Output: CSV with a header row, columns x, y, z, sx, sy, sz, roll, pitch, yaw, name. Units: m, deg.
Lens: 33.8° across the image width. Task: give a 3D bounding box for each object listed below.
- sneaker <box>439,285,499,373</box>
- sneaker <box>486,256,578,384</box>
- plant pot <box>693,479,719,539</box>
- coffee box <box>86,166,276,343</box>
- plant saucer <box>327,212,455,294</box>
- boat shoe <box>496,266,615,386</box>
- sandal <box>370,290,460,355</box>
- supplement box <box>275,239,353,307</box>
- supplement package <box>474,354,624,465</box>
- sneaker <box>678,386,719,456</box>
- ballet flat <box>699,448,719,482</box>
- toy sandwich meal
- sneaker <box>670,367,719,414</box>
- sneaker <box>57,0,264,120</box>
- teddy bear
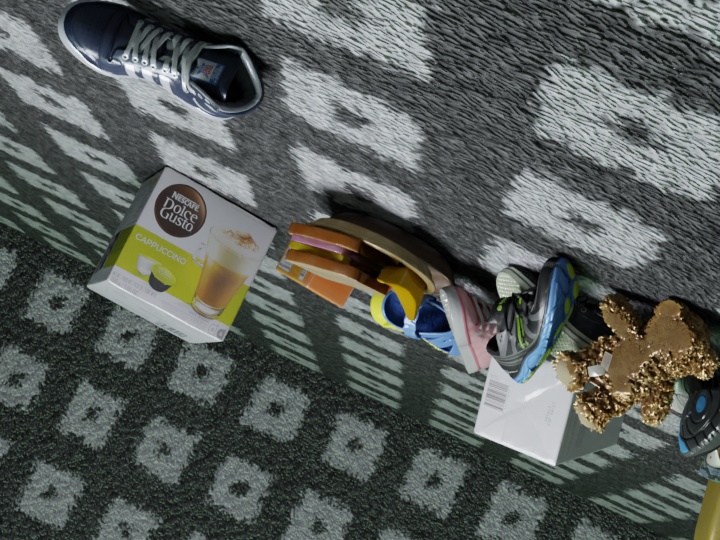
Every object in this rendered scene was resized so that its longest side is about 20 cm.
x,y,z,sx,sy,sz,roll,pitch,yaw,name
0.165,0.063,1.531,0.104,0.076,0.201,-19,150,5,sneaker
0.186,0.054,1.331,0.082,0.071,0.200,34,145,13,sneaker
0.651,0.462,1.971,0.194,0.201,0.194,24,169,13,plant pot
-0.280,-0.019,1.843,0.199,0.199,0.200,30,166,-16,coffee box
0.038,-0.026,1.540,0.199,0.032,0.200,26,169,5,plant saucer
0.244,0.062,1.390,0.199,0.062,0.075,39,148,15,boat shoe
0.114,0.075,1.634,0.198,0.080,0.087,14,-178,-22,sandal
-0.062,-0.003,1.708,0.066,0.069,0.200,29,180,-18,supplement box
0.252,0.160,1.510,0.119,0.123,0.199,18,-170,33,supplement package
0.412,0.149,1.257,0.081,0.074,0.200,17,144,-14,sneaker
0.549,0.270,1.709,0.074,0.075,0.200,29,167,-18,ballet flat
0.000,0.000,1.480,0.204,0.071,0.205,25,169,5,toy sandwich meal
0.420,0.138,1.362,0.199,0.079,0.082,25,163,-34,sneaker
-0.181,-0.201,1.118,0.199,0.071,0.108,24,176,-28,sneaker
0.299,0.100,1.293,0.066,0.201,0.145,-4,-131,-46,teddy bear
